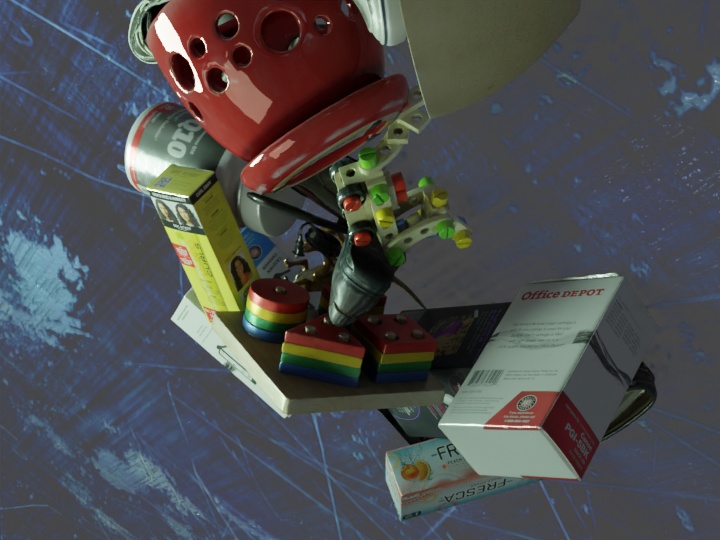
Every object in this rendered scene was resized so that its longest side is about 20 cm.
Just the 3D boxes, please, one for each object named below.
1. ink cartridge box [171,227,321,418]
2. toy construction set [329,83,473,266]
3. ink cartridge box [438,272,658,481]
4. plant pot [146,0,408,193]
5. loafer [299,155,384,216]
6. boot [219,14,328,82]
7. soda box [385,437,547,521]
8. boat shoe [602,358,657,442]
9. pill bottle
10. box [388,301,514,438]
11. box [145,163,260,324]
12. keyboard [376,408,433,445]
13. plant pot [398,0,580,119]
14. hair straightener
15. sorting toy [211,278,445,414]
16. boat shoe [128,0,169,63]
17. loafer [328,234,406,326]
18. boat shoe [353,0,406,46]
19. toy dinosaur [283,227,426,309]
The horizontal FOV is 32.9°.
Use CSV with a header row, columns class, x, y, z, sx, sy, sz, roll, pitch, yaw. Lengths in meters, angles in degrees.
class,x,y,z,sx,sy,sz,roll,pitch,yaw
ink cartridge box,-0.117,0.064,1.561,0.199,0.146,0.084,40,149,-2
toy construction set,0.039,-0.086,1.236,0.093,0.129,0.201,-107,0,-49
ink cartridge box,0.192,0.107,1.235,0.146,0.201,0.083,-7,130,51
plant pot,-0.068,-0.183,1.110,0.184,0.199,0.200,59,147,-1
loafer,-0.053,-0.130,1.299,0.199,0.071,0.073,31,-160,-33
boot,-0.091,-0.196,1.290,0.129,0.068,0.201,26,148,11
soda box,0.131,0.235,1.472,0.069,0.197,0.064,89,164,-51
boat shoe,0.226,0.164,1.295,0.199,0.061,0.074,-33,118,14
pill bottle,-0.166,-0.117,1.417,0.198,0.114,0.115,21,144,27
box,0.117,0.119,1.417,0.199,0.106,0.123,-5,129,50
box,-0.168,-0.022,1.376,0.075,0.050,0.202,13,138,36
keyboard,0.066,0.150,1.523,0.200,0.104,0.040,48,138,-9
plant pot,0.097,-0.233,0.951,0.133,0.202,0.202,-12,131,8
hair straightener,-0.058,-0.050,1.372,0.041,0.078,0.199,24,177,40
sorting toy,-0.032,0.072,1.326,0.200,0.197,0.070,41,124,51
boat shoe,-0.215,-0.269,1.325,0.071,0.064,0.199,47,148,-12
loafer,0.000,0.000,1.326,0.072,0.200,0.073,36,108,1
boat shoe,-0.019,-0.270,1.014,0.071,0.069,0.202,104,149,-71
toy dinosaur,-0.026,0.001,1.467,0.197,0.061,0.107,-9,121,12
